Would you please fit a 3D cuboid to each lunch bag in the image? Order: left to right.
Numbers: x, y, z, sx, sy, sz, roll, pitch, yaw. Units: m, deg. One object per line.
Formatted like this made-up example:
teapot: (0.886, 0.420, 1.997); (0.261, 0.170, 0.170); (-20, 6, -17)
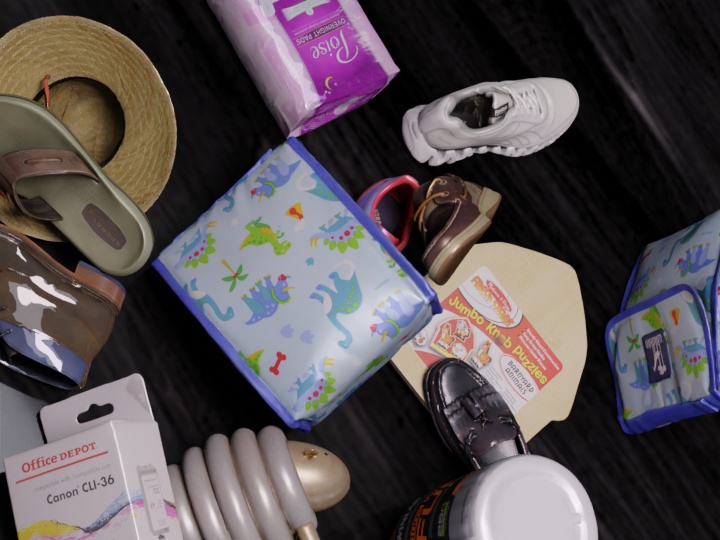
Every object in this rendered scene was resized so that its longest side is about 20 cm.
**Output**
lunch bag: (-0.056, 0.011, 1.450); (0.170, 0.127, 0.200); (-42, 81, -3)
lunch bag: (0.324, 0.054, 1.620); (0.127, 0.170, 0.201); (28, 65, -14)

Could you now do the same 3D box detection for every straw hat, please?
straw hat: (-0.240, -0.127, 1.458); (0.201, 0.201, 0.085); (49, 19, -3)

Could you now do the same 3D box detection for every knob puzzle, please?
knob puzzle: (0.128, 0.063, 1.595); (0.218, 0.030, 0.221); (3, 81, -17)

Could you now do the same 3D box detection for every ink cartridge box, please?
ink cartridge box: (-0.212, 0.191, 1.348); (0.067, 0.116, 0.201); (10, 62, -62)

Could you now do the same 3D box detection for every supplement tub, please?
supplement tub: (0.104, 0.234, 1.439); (0.122, 0.200, 0.123); (8, 68, -22)

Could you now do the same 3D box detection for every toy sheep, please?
toy sheep: (-0.104, 0.199, 1.399); (0.199, 0.138, 0.139); (-21, 82, -6)

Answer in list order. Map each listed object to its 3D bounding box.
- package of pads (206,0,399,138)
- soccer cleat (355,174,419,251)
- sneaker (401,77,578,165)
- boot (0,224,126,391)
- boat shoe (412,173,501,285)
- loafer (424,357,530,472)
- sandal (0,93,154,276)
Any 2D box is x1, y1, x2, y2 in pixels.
package of pads: (-0.065, -0.236, 1.591); (0.120, 0.076, 0.201); (-28, 86, -27)
soccer cleat: (0.000, 0.000, 1.541); (0.066, 0.076, 0.201); (30, 62, -13)
sneaker: (0.140, -0.153, 1.657); (0.199, 0.081, 0.076); (-16, 78, -30)
boot: (-0.295, 0.024, 1.397); (0.199, 0.075, 0.097); (23, 62, -19)
boat shoe: (0.074, -0.046, 1.516); (0.072, 0.072, 0.200); (36, 23, 0)
loafer: (0.127, 0.166, 1.530); (0.072, 0.063, 0.201); (-28, 91, -18)
sandal: (-0.255, -0.073, 1.400); (0.201, 0.080, 0.057); (39, 19, 1)
